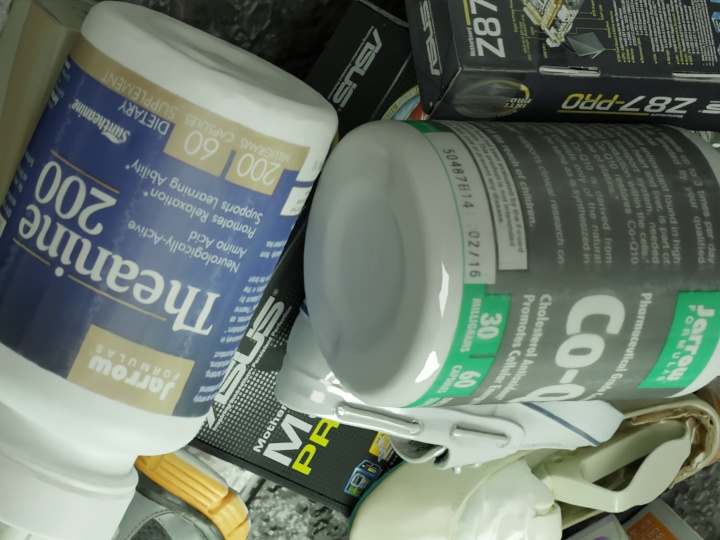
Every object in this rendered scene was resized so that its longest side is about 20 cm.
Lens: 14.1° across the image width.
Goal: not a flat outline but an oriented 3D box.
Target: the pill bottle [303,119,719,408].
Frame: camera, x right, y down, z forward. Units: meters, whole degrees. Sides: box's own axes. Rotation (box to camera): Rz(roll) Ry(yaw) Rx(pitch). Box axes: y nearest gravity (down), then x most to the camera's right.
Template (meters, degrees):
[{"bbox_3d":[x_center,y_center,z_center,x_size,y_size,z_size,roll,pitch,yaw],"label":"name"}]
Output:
[{"bbox_3d":[0.087,-0.004,1.175,0.199,0.113,0.114,-1,110,-28],"label":"pill bottle"}]

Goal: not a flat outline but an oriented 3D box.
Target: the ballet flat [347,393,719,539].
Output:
[{"bbox_3d":[0.087,0.099,1.352,0.199,0.069,0.070,-22,116,-31],"label":"ballet flat"}]

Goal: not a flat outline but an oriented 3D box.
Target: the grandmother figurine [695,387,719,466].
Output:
[{"bbox_3d":[0.253,0.109,1.444,0.199,0.061,0.121,25,135,-21],"label":"grandmother figurine"}]

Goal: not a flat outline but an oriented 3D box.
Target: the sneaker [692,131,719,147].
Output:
[{"bbox_3d":[0.118,-0.042,1.280,0.082,0.078,0.201,-15,102,-48],"label":"sneaker"}]

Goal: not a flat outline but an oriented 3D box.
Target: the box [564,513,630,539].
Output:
[{"bbox_3d":[0.047,0.186,1.387,0.199,0.039,0.042,-31,118,10],"label":"box"}]

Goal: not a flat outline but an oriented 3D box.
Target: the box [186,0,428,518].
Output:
[{"bbox_3d":[0.000,0.000,1.282,0.201,0.044,0.160,-58,144,1],"label":"box"}]

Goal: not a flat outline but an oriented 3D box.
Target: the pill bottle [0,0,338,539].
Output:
[{"bbox_3d":[-0.097,0.003,1.167,0.110,0.111,0.201,21,101,-25],"label":"pill bottle"}]

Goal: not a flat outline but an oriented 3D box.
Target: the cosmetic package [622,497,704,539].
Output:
[{"bbox_3d":[0.157,0.197,1.368,0.101,0.200,0.071,-37,117,-4],"label":"cosmetic package"}]

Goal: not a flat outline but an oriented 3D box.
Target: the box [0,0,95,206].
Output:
[{"bbox_3d":[-0.129,-0.010,1.257,0.094,0.078,0.201,13,104,-24],"label":"box"}]

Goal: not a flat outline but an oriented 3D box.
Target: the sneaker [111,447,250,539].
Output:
[{"bbox_3d":[-0.086,0.145,1.296,0.077,0.078,0.200,-50,151,-20],"label":"sneaker"}]

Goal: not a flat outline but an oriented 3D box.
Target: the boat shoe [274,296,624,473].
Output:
[{"bbox_3d":[0.036,0.054,1.276,0.199,0.074,0.066,22,101,-42],"label":"boat shoe"}]

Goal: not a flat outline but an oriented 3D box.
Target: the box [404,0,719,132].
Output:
[{"bbox_3d":[0.094,-0.157,1.233,0.160,0.049,0.201,1,64,-22],"label":"box"}]
